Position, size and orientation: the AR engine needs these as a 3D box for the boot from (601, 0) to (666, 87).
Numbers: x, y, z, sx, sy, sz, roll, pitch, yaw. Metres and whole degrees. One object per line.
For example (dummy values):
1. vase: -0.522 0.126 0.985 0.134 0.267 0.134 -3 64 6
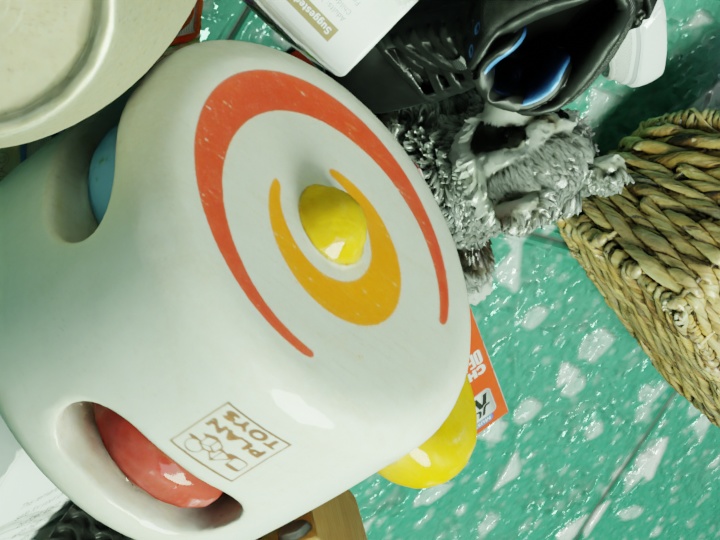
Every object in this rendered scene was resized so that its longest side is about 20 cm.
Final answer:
1. boot: 0.086 -0.153 1.177 0.095 0.074 0.200 -28 134 -7

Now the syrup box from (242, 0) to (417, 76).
1. syrup box: 0.026 -0.184 1.051 0.081 0.079 0.200 43 91 -15

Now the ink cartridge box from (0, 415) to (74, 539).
1. ink cartridge box: -0.167 0.085 1.074 0.200 0.084 0.145 -55 166 30

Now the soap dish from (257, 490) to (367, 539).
1. soap dish: -0.073 0.157 1.191 0.157 0.200 0.081 -21 105 0

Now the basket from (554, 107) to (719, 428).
1. basket: 0.215 -0.013 1.348 0.149 0.143 0.200 -43 138 -3

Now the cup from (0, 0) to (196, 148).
1. cup: -0.140 -0.122 0.865 0.199 0.143 0.201 -4 120 -7

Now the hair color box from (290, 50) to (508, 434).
1. hair color box: 0.000 0.000 1.191 0.064 0.111 0.200 -36 140 -10

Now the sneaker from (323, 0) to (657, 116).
1. sneaker: 0.046 -0.104 1.083 0.073 0.112 0.200 41 131 -23

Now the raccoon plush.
1. raccoon plush: 0.083 -0.031 1.218 0.097 0.134 0.200 -40 142 -8

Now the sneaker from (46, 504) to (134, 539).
1. sneaker: -0.072 0.107 1.107 0.200 0.070 0.090 -46 168 -22

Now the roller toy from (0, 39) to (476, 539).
1. roller toy: -0.050 0.010 0.964 0.140 0.201 0.182 -32 168 35

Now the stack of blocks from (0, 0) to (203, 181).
1. stack of blocks: -0.129 -0.113 1.014 0.115 0.059 0.201 -17 134 -31
